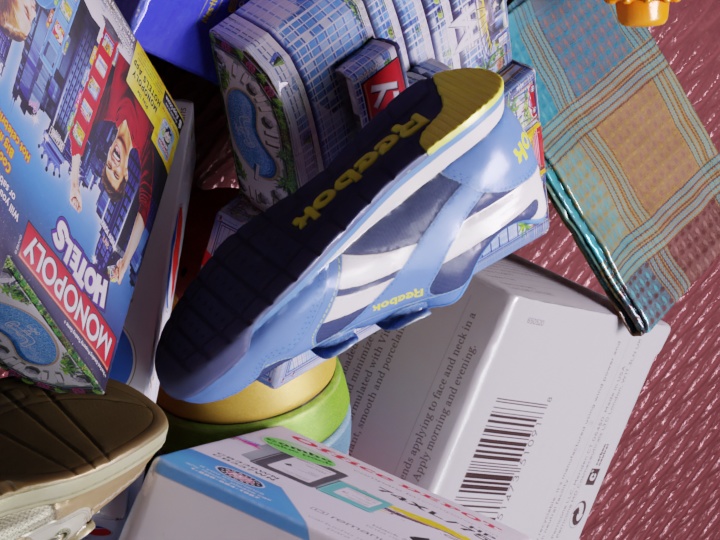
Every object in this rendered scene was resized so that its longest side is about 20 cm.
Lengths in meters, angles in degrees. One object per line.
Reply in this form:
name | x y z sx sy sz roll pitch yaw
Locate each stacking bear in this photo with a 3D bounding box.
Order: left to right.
stacking bear | -0.064 0.052 1.352 0.114 0.121 0.200 -25 124 -29

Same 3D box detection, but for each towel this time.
towel | 0.145 -0.080 1.509 0.147 0.022 0.200 -42 105 -42

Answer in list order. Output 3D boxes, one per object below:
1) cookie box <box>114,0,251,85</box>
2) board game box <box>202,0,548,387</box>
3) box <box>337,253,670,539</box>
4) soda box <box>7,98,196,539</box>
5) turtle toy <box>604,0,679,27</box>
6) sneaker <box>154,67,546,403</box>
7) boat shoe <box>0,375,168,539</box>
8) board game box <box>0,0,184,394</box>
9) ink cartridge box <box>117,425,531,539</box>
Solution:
cookie box | -0.043 -0.170 1.244 0.200 0.075 0.171 21 94 -58
board game box | -0.002 -0.049 1.246 0.200 0.062 0.200 -41 141 -30
box | 0.049 0.088 1.513 0.200 0.131 0.199 11 104 -58
soda box | -0.120 0.021 1.198 0.068 0.064 0.200 96 3 -71
turtle toy | 0.133 -0.208 1.430 0.101 0.146 0.200 -39 145 1
sneaker | 0.000 0.000 1.161 0.200 0.074 0.082 -38 122 -2
boat shoe | -0.165 0.102 1.082 0.201 0.073 0.063 -28 139 -41
board game box | -0.156 -0.045 1.068 0.200 0.062 0.200 61 34 -46
ink cartridge box | -0.027 0.170 1.211 0.200 0.147 0.146 -4 116 -77
